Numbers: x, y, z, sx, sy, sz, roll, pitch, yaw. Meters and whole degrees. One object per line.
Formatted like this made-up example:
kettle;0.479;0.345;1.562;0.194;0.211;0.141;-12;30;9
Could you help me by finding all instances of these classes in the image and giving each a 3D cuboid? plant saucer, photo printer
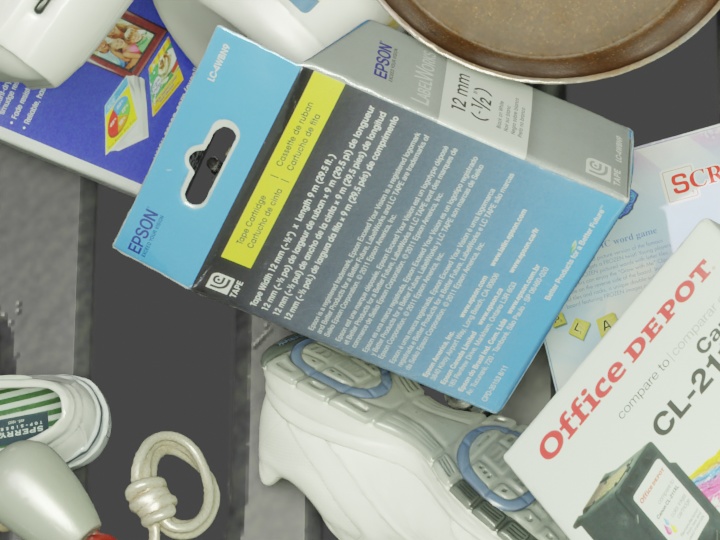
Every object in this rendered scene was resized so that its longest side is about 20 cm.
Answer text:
plant saucer;0.085;-0.178;1.156;0.200;0.034;0.201;0;78;-2
photo printer;-0.133;-0.164;1.211;0.069;0.200;0.167;35;87;-12

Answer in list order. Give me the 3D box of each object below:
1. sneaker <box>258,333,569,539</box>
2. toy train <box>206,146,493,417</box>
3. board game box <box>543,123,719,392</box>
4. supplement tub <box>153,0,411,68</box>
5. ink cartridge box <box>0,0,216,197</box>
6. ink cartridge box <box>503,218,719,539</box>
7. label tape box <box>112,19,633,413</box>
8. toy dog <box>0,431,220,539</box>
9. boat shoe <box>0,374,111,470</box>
sneaker;0.032;0.106;1.213;0.200;0.074;0.087;33;126;28
toy train;0.000;0.000;1.268;0.200;0.034;0.046;41;84;18
board game box;0.188;0.027;1.213;0.200;0.041;0.200;-14;74;9
supplement tub;0.010;-0.164;1.241;0.145;0.145;0.200;39;76;19
ink cartridge box;-0.146;-0.155;1.337;0.200;0.047;0.198;23;83;19
ink cartridge box;0.174;0.097;1.064;0.146;0.083;0.200;-51;47;12
label tape box;0.006;-0.035;1.159;0.200;0.143;0.066;23;37;-7
toy dog;-0.119;0.183;1.220;0.096;0.132;0.200;-43;60;40
boat shoe;-0.229;0.086;1.281;0.200;0.067;0.074;-18;72;8
